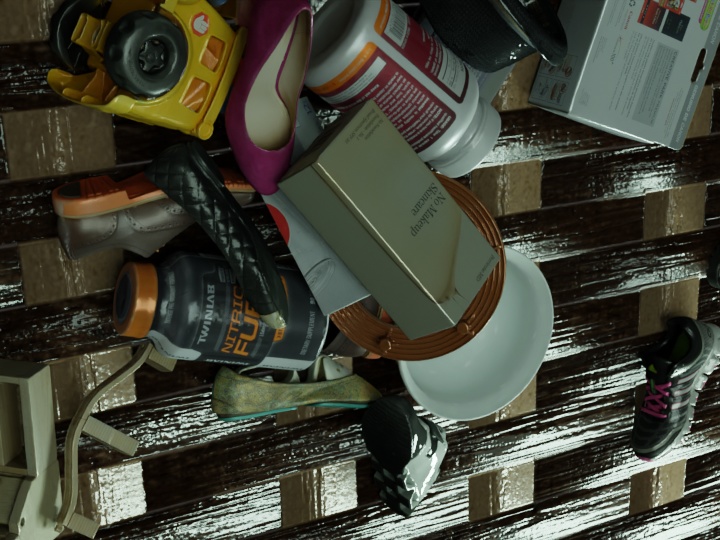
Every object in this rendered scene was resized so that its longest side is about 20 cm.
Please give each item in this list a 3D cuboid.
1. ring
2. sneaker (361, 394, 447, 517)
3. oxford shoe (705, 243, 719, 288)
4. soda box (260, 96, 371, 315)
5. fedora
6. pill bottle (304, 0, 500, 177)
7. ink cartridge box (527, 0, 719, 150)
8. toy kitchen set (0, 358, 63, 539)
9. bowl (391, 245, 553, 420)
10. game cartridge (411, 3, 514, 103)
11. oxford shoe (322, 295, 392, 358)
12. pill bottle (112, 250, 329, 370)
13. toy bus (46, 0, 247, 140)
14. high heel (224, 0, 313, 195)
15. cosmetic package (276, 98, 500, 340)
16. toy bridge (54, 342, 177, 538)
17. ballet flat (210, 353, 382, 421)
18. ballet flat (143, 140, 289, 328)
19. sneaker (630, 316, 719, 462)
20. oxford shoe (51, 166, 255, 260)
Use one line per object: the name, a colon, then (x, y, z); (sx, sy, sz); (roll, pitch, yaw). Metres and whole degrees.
ring: (0.048, -0.003, 1.145); (0.199, 0.019, 0.202); (2, 105, 8)
sneaker: (0.056, 0.188, 1.266); (0.088, 0.074, 0.201); (-41, 149, -26)
oxford shoe: (0.528, -0.058, 1.443); (0.072, 0.084, 0.201); (23, 93, -29)
soda box: (-0.044, -0.063, 1.100); (0.068, 0.063, 0.201); (-25, 95, 26)
fedora: (0.114, -0.267, 1.103); (0.091, 0.201, 0.200); (-35, 125, 25)
pill bottle: (0.041, -0.178, 1.097); (0.200, 0.113, 0.113); (35, 88, -30)
ink cartridge box: (0.306, -0.254, 1.264); (0.174, 0.084, 0.201); (14, 99, -30)
toy kitchen set: (-0.392, 0.195, 1.006); (0.162, 0.200, 0.182); (5, 108, 14)
bowl: (0.109, 0.058, 1.256); (0.200, 0.090, 0.203); (-9, 109, -26)
game cartridge: (0.105, -0.236, 1.196); (0.129, 0.038, 0.201); (35, 88, -35)
oxford shoe: (0.000, 0.000, 1.194); (0.072, 0.071, 0.202); (1, 106, -22)
pill bottle: (-0.139, 0.039, 1.112); (0.199, 0.106, 0.107); (8, 102, -29)
toy bus: (-0.157, -0.219, 1.017); (0.191, 0.135, 0.201); (20, 93, -44)
high heel: (-0.070, -0.150, 0.987); (0.067, 0.096, 0.202); (-10, 118, -30)
cosmetic package: (0.028, -0.046, 1.050); (0.200, 0.073, 0.104); (48, 54, -15)
toy bridge: (-0.250, 0.160, 1.100); (0.067, 0.027, 0.201); (35, 69, -31)
ballet flat: (-0.064, 0.120, 1.204); (0.199, 0.071, 0.071); (-2, 107, -27)
ballet flat: (-0.126, -0.029, 1.043); (0.057, 0.067, 0.201); (-28, 107, 9)
sneaker: (0.388, 0.144, 1.441); (0.087, 0.074, 0.201); (31, 85, -32)
oxford shoe: (-0.192, -0.056, 1.078); (0.198, 0.071, 0.073); (-10, 115, -21)
